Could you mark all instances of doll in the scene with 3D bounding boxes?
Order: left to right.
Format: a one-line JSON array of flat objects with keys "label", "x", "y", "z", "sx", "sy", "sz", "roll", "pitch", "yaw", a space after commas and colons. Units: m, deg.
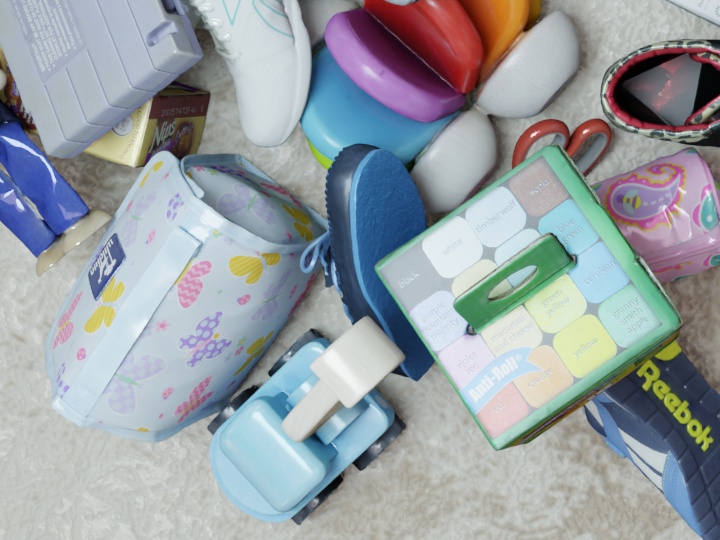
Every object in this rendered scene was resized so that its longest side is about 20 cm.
[{"label": "doll", "x": -0.256, "y": -0.089, "z": 0.912, "sx": 0.136, "sy": 0.048, "sz": 0.200, "roll": -30, "pitch": 102, "yaw": 43}]

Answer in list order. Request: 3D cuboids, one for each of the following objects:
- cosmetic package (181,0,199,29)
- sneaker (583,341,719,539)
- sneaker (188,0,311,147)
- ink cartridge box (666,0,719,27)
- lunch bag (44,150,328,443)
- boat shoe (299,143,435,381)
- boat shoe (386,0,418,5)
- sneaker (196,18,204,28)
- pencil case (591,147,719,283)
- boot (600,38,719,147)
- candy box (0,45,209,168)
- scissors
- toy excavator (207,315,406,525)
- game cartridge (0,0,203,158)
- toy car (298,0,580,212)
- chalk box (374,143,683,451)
[{"label": "cosmetic package", "x": -0.140, "y": -0.237, "z": 0.896, "sx": 0.113, "sy": 0.081, "sz": 0.200, "roll": 37, "pitch": 112, "yaw": 28}, {"label": "sneaker", "x": 0.206, "y": 0.106, "z": 0.938, "sx": 0.074, "sy": 0.082, "sz": 0.200, "roll": -40, "pitch": 103, "yaw": -16}, {"label": "sneaker", "x": -0.078, "y": -0.171, "z": 0.859, "sx": 0.080, "sy": 0.070, "sz": 0.201, "roll": -15, "pitch": 115, "yaw": -28}, {"label": "ink cartridge box", "x": 0.180, "y": -0.242, "z": 0.910, "sx": 0.200, "sy": 0.039, "sz": 0.100, "roll": 28, "pitch": 103, "yaw": 3}, {"label": "lunch bag", "x": -0.119, "y": 0.012, "z": 0.932, "sx": 0.127, "sy": 0.200, "sz": 0.170, "roll": 36, "pitch": 104, "yaw": 7}, {"label": "boat shoe", "x": 0.000, "y": 0.000, "z": 0.902, "sx": 0.069, "sy": 0.084, "sz": 0.200, "roll": 23, "pitch": 142, "yaw": 32}, {"label": "boat shoe", "x": 0.051, "y": -0.241, "z": 0.832, "sx": 0.067, "sy": 0.074, "sz": 0.200, "roll": 12, "pitch": 63, "yaw": -13}, {"label": "sneaker", "x": -0.061, "y": -0.246, "z": 0.934, "sx": 0.200, "sy": 0.075, "sz": 0.085, "roll": -30, "pitch": 101, "yaw": 27}, {"label": "pencil case", "x": 0.148, "y": -0.009, "z": 0.925, "sx": 0.200, "sy": 0.087, "sz": 0.088, "roll": -22, "pitch": 91, "yaw": 12}, {"label": "boot", "x": 0.246, "y": -0.107, "z": 0.856, "sx": 0.203, "sy": 0.154, "sz": 0.074, "roll": 1, "pitch": 97, "yaw": 13}, {"label": "candy box", "x": -0.220, "y": -0.128, "z": 0.983, "sx": 0.200, "sy": 0.117, "sz": 0.057, "roll": 18, "pitch": 101, "yaw": 11}, {"label": "scissors", "x": 0.096, "y": -0.034, "z": 0.966, "sx": 0.200, "sy": 0.073, "sz": 0.014, "roll": -53, "pitch": 50, "yaw": 33}, {"label": "toy excavator", "x": -0.033, "y": 0.100, "z": 0.921, "sx": 0.194, "sy": 0.200, "sz": 0.100, "roll": -44, "pitch": 86, "yaw": 15}, {"label": "game cartridge", "x": -0.180, "y": -0.185, "z": 0.859, "sx": 0.130, "sy": 0.038, "sz": 0.200, "roll": -32, "pitch": 74, "yaw": 35}, {"label": "toy car", "x": 0.033, "y": -0.141, "z": 0.904, "sx": 0.175, "sy": 0.150, "sz": 0.200, "roll": 42, "pitch": 104, "yaw": 5}, {"label": "chalk box", "x": 0.098, "y": 0.018, "z": 0.788, "sx": 0.125, "sy": 0.200, "sz": 0.124, "roll": -35, "pitch": 80, "yaw": 8}]
